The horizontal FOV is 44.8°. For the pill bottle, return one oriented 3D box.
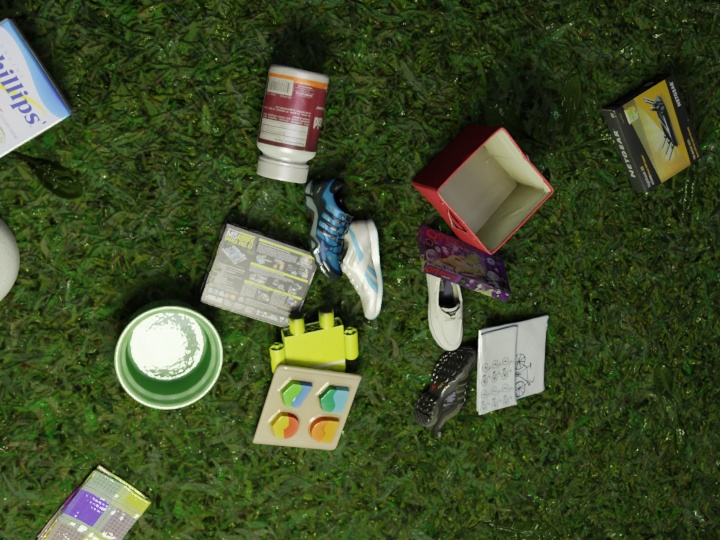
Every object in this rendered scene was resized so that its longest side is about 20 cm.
[{"bbox_3d":[-0.129,-0.270,1.618,0.113,0.114,0.202,8,101,-18],"label":"pill bottle"}]

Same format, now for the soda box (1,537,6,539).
[{"bbox_3d":[-0.737,0.619,1.682,0.200,0.064,0.068,-44,111,-3],"label":"soda box"}]

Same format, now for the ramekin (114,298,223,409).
[{"bbox_3d":[-0.365,0.151,1.659,0.198,0.098,0.202,-4,104,-15],"label":"ramekin"}]

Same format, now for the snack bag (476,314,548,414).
[{"bbox_3d":[0.332,0.202,1.891,0.198,0.021,0.191,-9,107,-30],"label":"snack bag"}]

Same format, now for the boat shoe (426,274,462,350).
[{"bbox_3d":[0.183,0.077,1.818,0.071,0.066,0.202,-9,105,-14],"label":"boat shoe"}]

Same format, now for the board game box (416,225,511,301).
[{"bbox_3d":[0.210,-0.015,1.780,0.198,0.121,0.032,19,125,-20],"label":"board game box"}]

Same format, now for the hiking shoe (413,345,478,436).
[{"bbox_3d":[0.194,0.254,1.872,0.201,0.076,0.101,-54,134,-4],"label":"hiking shoe"}]

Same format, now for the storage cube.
[{"bbox_3d":[0.232,-0.163,1.710,0.200,0.180,0.171,-44,107,-1],"label":"storage cube"}]

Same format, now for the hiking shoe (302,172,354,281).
[{"bbox_3d":[-0.053,-0.080,1.675,0.086,0.074,0.202,-9,94,20],"label":"hiking shoe"}]

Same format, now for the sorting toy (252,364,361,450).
[{"bbox_3d":[-0.106,0.284,1.766,0.183,0.037,0.202,10,116,-24],"label":"sorting toy"}]

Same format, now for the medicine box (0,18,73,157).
[{"bbox_3d":[-0.620,-0.295,1.475,0.199,0.103,0.183,-33,110,-6],"label":"medicine box"}]

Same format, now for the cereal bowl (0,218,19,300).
[{"bbox_3d":[-0.703,-0.012,1.530,0.198,0.083,0.202,-4,105,-16],"label":"cereal bowl"}]

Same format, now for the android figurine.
[{"bbox_3d":[-0.092,0.165,1.748,0.180,0.041,0.202,-10,122,-15],"label":"android figurine"}]

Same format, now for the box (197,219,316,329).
[{"bbox_3d":[-0.197,0.010,1.704,0.198,0.044,0.162,18,97,-20],"label":"box"}]

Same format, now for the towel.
[{"bbox_3d":[-0.529,0.501,1.736,0.143,0.023,0.200,40,90,-20],"label":"towel"}]

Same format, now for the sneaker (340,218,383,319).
[{"bbox_3d":[0.000,0.000,1.748,0.080,0.077,0.202,-8,99,-7],"label":"sneaker"}]

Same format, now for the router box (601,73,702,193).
[{"bbox_3d":[0.624,-0.293,1.865,0.156,0.052,0.201,-32,109,-7],"label":"router box"}]
